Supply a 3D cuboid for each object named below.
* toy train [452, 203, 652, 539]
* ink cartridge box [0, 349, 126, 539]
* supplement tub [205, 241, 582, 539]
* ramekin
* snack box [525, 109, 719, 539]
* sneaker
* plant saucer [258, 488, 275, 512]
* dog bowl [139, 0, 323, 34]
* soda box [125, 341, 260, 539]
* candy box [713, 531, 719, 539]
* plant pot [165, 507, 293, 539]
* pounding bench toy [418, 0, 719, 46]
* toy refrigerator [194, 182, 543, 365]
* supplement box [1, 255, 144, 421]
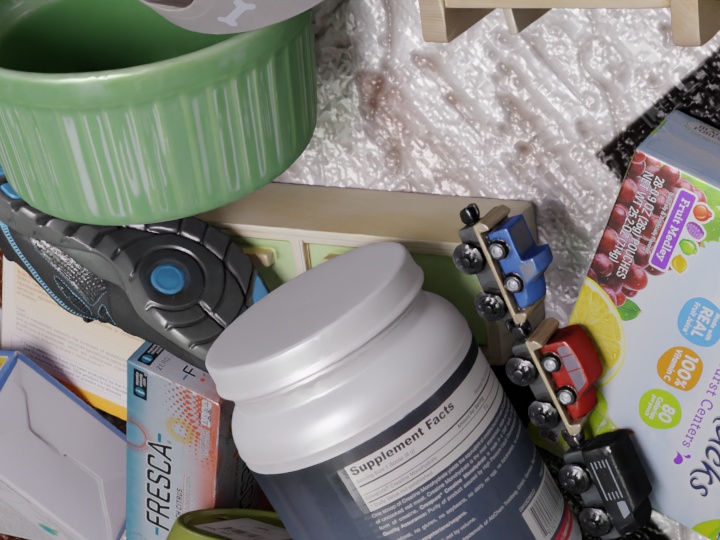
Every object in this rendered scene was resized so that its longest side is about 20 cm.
[{"bbox_3d":[0.105,0.053,0.916,0.046,0.034,0.200,-19,102,36],"label":"toy train"},{"bbox_3d":[-0.251,0.118,1.164,0.200,0.076,0.136,-3,140,49],"label":"ink cartridge box"},{"bbox_3d":[0.019,0.101,0.927,0.140,0.140,0.200,-19,108,36],"label":"supplement tub"},{"bbox_3d":[-0.117,-0.109,0.945,0.199,0.200,0.098,10,127,26],"label":"ramekin"},{"bbox_3d":[0.198,0.041,0.916,0.168,0.068,0.200,29,127,15],"label":"snack box"},{"bbox_3d":[-0.131,0.002,1.005,0.200,0.073,0.082,36,145,13],"label":"sneaker"},{"bbox_3d":[-0.053,0.186,1.163,0.200,0.032,0.201,14,122,24],"label":"plant saucer"},{"bbox_3d":[-0.049,-0.203,0.863,0.200,0.201,0.059,-4,146,32],"label":"dog bowl"},{"bbox_3d":[-0.103,0.119,1.077,0.068,0.064,0.200,24,134,17],"label":"soda box"},{"bbox_3d":[0.294,0.106,0.838,0.169,0.077,0.200,8,128,-21],"label":"candy box"},{"bbox_3d":[-0.072,0.248,1.011,0.187,0.187,0.201,9,96,26],"label":"plant pot"},{"bbox_3d":[0.101,-0.167,0.779,0.156,0.200,0.125,6,117,28],"label":"pounding bench toy"},{"bbox_3d":[0.000,0.000,1.009,0.199,0.070,0.076,6,118,28],"label":"toy refrigerator"},{"bbox_3d":[-0.156,-0.014,1.089,0.126,0.074,0.201,22,124,19],"label":"supplement box"}]
